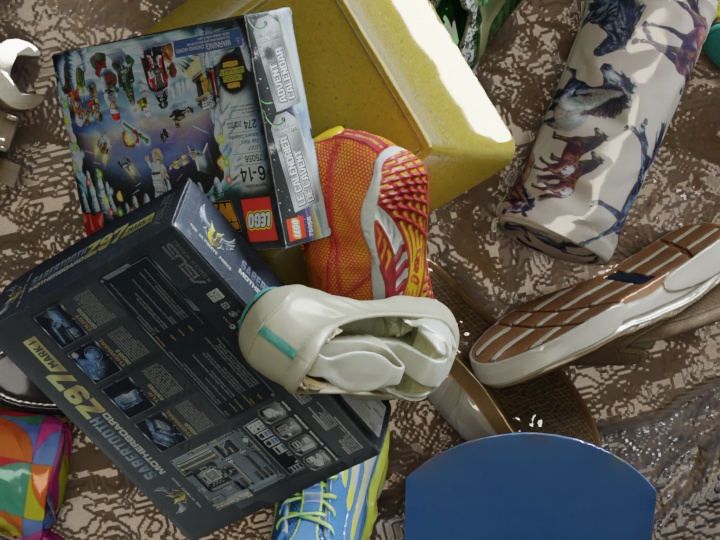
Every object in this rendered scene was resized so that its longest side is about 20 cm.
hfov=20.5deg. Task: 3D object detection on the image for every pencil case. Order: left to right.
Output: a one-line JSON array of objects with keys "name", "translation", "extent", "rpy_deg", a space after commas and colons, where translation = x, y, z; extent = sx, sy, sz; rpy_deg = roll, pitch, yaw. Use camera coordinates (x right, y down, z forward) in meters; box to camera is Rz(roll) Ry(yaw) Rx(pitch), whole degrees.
[{"name": "pencil case", "translation": [-0.279, 0.123, 1.263], "extent": [0.199, 0.088, 0.089], "rpy_deg": [11, 88, -2]}, {"name": "pencil case", "translation": [0.154, -0.100, 1.295], "extent": [0.089, 0.078, 0.201], "rpy_deg": [22, 87, 19]}]

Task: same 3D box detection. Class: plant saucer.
[{"name": "plant saucer", "translation": [-0.035, -0.104, 1.253], "extent": [0.200, 0.048, 0.200], "rpy_deg": [-31, 91, 26]}]

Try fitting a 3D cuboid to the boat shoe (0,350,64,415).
[{"name": "boat shoe", "translation": [-0.145, 0.058, 1.279], "extent": [0.199, 0.065, 0.072], "rpy_deg": [-1, 90, -3]}]

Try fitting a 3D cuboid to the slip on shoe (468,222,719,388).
[{"name": "slip on shoe", "translation": [0.162, 0.036, 1.285], "extent": [0.200, 0.076, 0.061], "rpy_deg": [-28, 112, -25]}]

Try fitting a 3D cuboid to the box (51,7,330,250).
[{"name": "box", "translation": [-0.107, -0.079, 1.221], "extent": [0.040, 0.200, 0.138], "rpy_deg": [-17, 99, -41]}]

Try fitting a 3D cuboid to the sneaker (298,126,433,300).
[{"name": "sneaker", "translation": [0.000, 0.000, 1.225], "extent": [0.077, 0.073, 0.201], "rpy_deg": [27, 128, 33]}]

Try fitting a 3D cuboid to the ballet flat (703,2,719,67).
[{"name": "ballet flat", "translation": [0.310, -0.108, 1.316], "extent": [0.200, 0.067, 0.067], "rpy_deg": [48, 59, 0]}]

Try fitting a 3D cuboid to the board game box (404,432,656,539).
[{"name": "board game box", "translation": [0.106, 0.179, 1.288], "extent": [0.157, 0.039, 0.201], "rpy_deg": [1, 119, 1]}]

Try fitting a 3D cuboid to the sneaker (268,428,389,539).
[{"name": "sneaker", "translation": [-0.022, 0.156, 1.265], "extent": [0.075, 0.105, 0.201], "rpy_deg": [9, 89, -3]}]

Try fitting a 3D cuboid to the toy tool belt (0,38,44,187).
[{"name": "toy tool belt", "translation": [-0.264, -0.105, 1.265], "extent": [0.123, 0.125, 0.201], "rpy_deg": [23, 91, -39]}]

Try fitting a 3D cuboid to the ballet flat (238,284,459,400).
[{"name": "ballet flat", "translation": [0.011, 0.050, 1.152], "extent": [0.069, 0.200, 0.070], "rpy_deg": [-3, 85, 38]}]

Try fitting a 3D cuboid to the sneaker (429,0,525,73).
[{"name": "sneaker", "translation": [0.072, -0.181, 1.286], "extent": [0.077, 0.089, 0.201], "rpy_deg": [26, 87, -2]}]

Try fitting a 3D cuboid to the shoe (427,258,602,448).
[{"name": "shoe", "translation": [0.080, 0.071, 1.305], "extent": [0.200, 0.053, 0.070], "rpy_deg": [47, 55, -5]}]

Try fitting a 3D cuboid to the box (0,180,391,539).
[{"name": "box", "translation": [-0.102, 0.059, 1.198], "extent": [0.157, 0.051, 0.200], "rpy_deg": [-29, 116, 28]}]
